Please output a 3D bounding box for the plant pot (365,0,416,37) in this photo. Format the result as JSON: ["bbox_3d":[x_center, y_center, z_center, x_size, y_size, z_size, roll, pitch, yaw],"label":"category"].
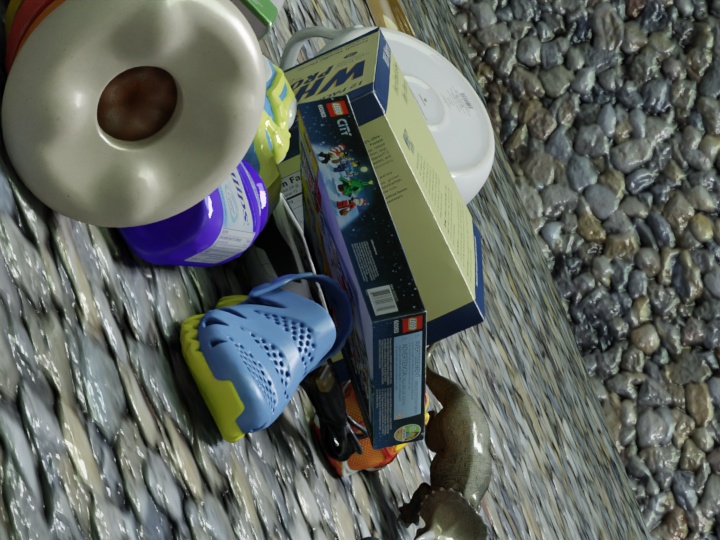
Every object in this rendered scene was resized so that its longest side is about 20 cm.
[{"bbox_3d":[0.050,-0.330,2.885,0.200,0.027,0.201,-24,90,-81],"label":"plant pot"}]

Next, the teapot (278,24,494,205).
[{"bbox_3d":[0.009,-0.108,1.841,0.197,0.146,0.200,33,39,-15],"label":"teapot"}]

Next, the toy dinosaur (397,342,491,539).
[{"bbox_3d":[0.074,0.146,1.605,0.102,0.077,0.201,141,-36,-65],"label":"toy dinosaur"}]

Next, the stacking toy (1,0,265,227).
[{"bbox_3d":[-0.150,-0.128,1.169,0.146,0.146,0.200,58,-5,-39],"label":"stacking toy"}]

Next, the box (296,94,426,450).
[{"bbox_3d":[0.000,0.000,1.412,0.137,0.038,0.200,88,-13,-50],"label":"box"}]

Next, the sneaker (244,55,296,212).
[{"bbox_3d":[-0.097,-0.121,1.486,0.105,0.076,0.200,58,13,-35],"label":"sneaker"}]

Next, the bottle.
[{"bbox_3d":[-0.101,-0.044,1.310,0.084,0.065,0.200,66,10,6],"label":"bottle"}]

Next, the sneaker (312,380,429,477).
[{"bbox_3d":[0.021,0.111,1.566,0.073,0.077,0.200,64,8,-3],"label":"sneaker"}]

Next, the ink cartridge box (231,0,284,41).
[{"bbox_3d":[-0.126,-0.205,1.396,0.145,0.084,0.200,45,15,-11],"label":"ink cartridge box"}]

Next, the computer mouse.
[{"bbox_3d":[-0.047,0.031,1.473,0.110,0.044,0.200,60,9,-50],"label":"computer mouse"}]

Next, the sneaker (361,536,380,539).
[{"bbox_3d":[0.026,0.245,1.291,0.200,0.071,0.073,59,12,-34],"label":"sneaker"}]

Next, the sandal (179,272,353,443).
[{"bbox_3d":[-0.055,0.044,1.296,0.200,0.087,0.080,-70,137,-74],"label":"sandal"}]

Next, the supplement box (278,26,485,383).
[{"bbox_3d":[-0.004,-0.054,1.642,0.200,0.134,0.200,-86,150,-70],"label":"supplement box"}]
